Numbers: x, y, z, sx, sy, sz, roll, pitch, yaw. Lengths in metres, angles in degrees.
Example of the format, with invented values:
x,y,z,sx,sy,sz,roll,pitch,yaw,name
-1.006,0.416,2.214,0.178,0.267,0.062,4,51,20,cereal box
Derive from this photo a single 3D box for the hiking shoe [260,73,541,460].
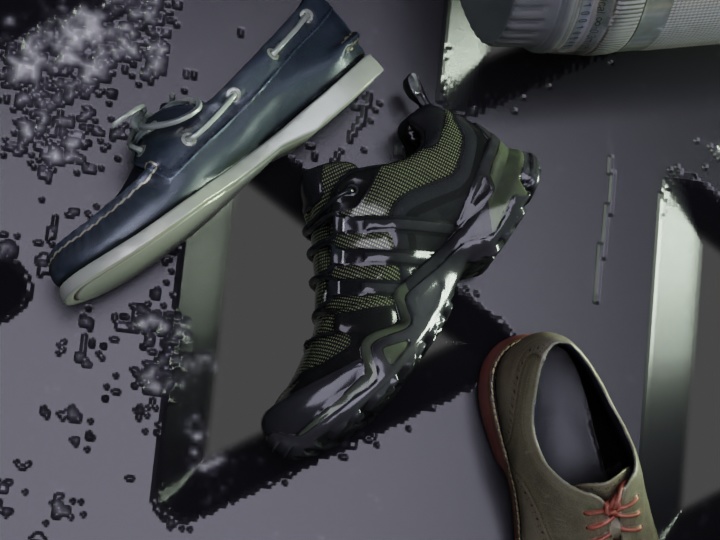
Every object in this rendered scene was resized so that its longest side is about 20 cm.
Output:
x,y,z,sx,sy,sz,roll,pitch,yaw,name
0.000,0.000,0.849,0.100,0.076,0.200,36,69,5,hiking shoe

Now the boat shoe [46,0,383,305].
x,y,z,sx,sy,sz,roll,pitch,yaw,name
-0.077,-0.061,0.835,0.200,0.075,0.062,-40,92,-14,boat shoe

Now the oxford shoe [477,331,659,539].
x,y,z,sx,sy,sz,roll,pitch,yaw,name
0.111,0.126,0.842,0.070,0.075,0.201,-22,87,-13,oxford shoe

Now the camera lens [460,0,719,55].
x,y,z,sx,sy,sz,roll,pitch,yaw,name
0.154,-0.190,0.850,0.198,0.160,0.161,-6,83,-11,camera lens
